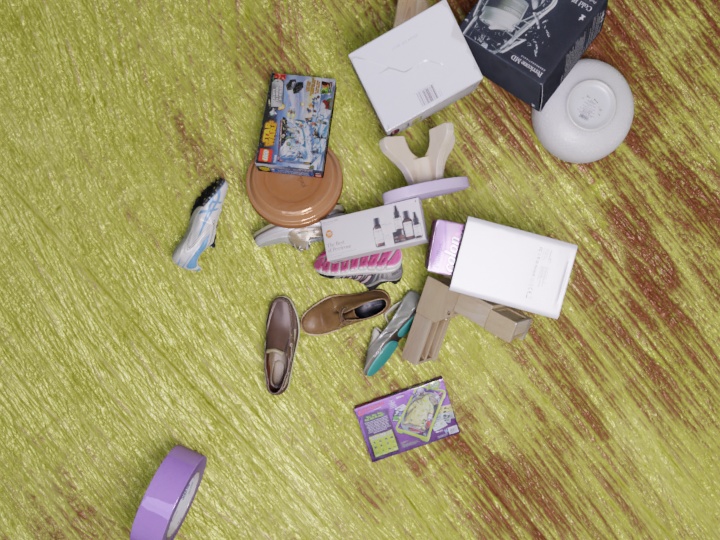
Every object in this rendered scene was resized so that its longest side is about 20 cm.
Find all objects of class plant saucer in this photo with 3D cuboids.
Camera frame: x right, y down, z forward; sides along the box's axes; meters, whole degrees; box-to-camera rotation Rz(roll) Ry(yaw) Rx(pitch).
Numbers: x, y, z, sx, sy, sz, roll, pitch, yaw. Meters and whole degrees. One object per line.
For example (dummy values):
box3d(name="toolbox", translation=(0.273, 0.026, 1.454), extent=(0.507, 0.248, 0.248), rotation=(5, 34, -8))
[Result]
box3d(name="plant saucer", translation=(-0.133, -0.183, 1.253), extent=(0.196, 0.032, 0.205), rotation=(0, 72, 1))

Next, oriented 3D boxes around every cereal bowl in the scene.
box3d(name="cereal bowl", translation=(0.439, -0.314, 1.218), extent=(0.195, 0.083, 0.205), rotation=(0, 93, 3))

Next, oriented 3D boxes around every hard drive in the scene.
box3d(name="hard drive", translation=(0.267, -0.005, 1.101), extent=(0.196, 0.027, 0.135), rotation=(15, 96, 2))

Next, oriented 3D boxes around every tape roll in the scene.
box3d(name="tape roll", translation=(-0.384, 0.461, 1.265), extent=(0.065, 0.200, 0.204), rotation=(21, 95, 3))

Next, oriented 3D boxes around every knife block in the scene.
box3d(name="knife block", translation=(0.081, -0.448, 1.242), extent=(0.174, 0.064, 0.202), rotation=(-33, 92, 5))

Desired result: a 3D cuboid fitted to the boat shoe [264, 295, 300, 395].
box3d(name="boat shoe", translation=(-0.165, 0.157, 1.293), extent=(0.073, 0.075, 0.207), rotation=(1, 94, 4))

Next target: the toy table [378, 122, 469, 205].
box3d(name="toy table", translation=(0.120, -0.202, 1.207), extent=(0.182, 0.198, 0.120), rotation=(-12, 90, 43))

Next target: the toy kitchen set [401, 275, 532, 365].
box3d(name="toy kitchen set", translation=(0.225, 0.124, 1.237), extent=(0.198, 0.162, 0.184), rotation=(29, 109, 32))

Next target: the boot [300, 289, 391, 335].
box3d(name="boot", translation=(-0.035, 0.086, 1.281), extent=(0.196, 0.075, 0.075), rotation=(-18, 94, 6))

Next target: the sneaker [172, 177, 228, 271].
box3d(name="sneaker", translation=(-0.321, -0.095, 1.299), extent=(0.072, 0.072, 0.203), rotation=(26, 89, -33))

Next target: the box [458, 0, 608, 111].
box3d(name="box", translation=(0.316, -0.447, 1.166), extent=(0.199, 0.124, 0.198), rotation=(38, 92, 18))

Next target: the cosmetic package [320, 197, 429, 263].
box3d(name="cosmetic package", translation=(0.027, -0.076, 1.202), extent=(0.196, 0.051, 0.084), rotation=(-13, 81, 13))

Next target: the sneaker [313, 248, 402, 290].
box3d(name="sneaker", translation=(0.000, 0.000, 1.271), extent=(0.196, 0.088, 0.075), rotation=(-3, 50, 22))

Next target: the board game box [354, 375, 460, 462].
box3d(name="board game box", translation=(0.097, 0.311, 1.309), extent=(0.196, 0.032, 0.122), rotation=(-19, 96, 4))

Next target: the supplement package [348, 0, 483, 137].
box3d(name="supplement package", translation=(0.101, -0.366, 1.160), extent=(0.197, 0.111, 0.158), rotation=(-27, 94, 6))

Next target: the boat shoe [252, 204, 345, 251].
box3d(name="boat shoe", translation=(-0.121, -0.074, 1.276), extent=(0.196, 0.075, 0.070), rotation=(-16, 87, 4))

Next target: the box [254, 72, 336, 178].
box3d(name="box", translation=(-0.127, -0.291, 1.248), extent=(0.134, 0.040, 0.204), rotation=(7, 74, 3))

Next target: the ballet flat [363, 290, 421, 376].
box3d(name="ballet flat", translation=(0.061, 0.126, 1.291), extent=(0.064, 0.067, 0.201), rotation=(43, 95, 28))

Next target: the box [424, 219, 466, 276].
box3d(name="box", translation=(0.229, -0.032, 1.204), extent=(0.196, 0.176, 0.099), rotation=(11, 95, 4))
